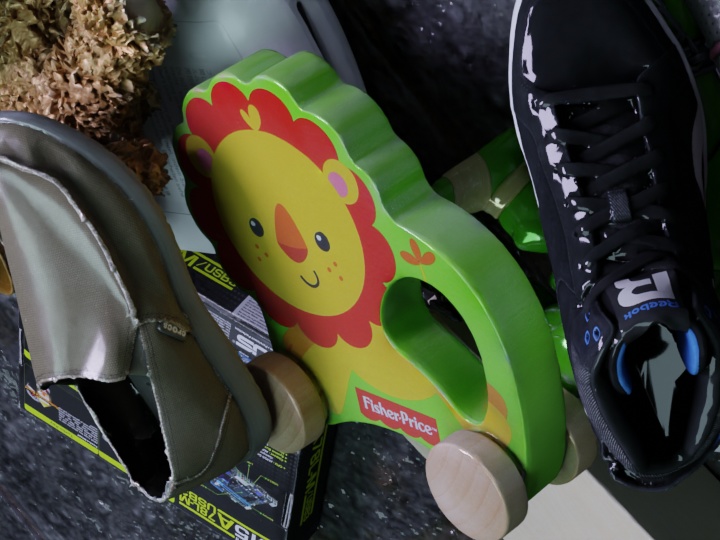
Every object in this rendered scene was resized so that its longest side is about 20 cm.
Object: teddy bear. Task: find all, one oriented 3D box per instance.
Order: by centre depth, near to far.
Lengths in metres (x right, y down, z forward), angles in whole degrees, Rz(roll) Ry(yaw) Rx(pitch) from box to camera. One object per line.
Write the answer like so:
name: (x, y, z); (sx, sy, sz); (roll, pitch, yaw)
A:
teddy bear: (-0.139, -0.075, 0.950); (0.145, 0.067, 0.200); (47, 146, 5)

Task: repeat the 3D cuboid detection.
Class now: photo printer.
photo printer: (-0.083, -0.085, 1.011); (0.200, 0.069, 0.166); (7, 129, 38)

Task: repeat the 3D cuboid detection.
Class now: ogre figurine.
ogre figurine: (0.104, -0.024, 0.884); (0.200, 0.098, 0.120); (-45, 76, 22)

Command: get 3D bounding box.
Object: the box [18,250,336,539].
box: (-0.106, 0.055, 1.182); (0.200, 0.048, 0.193); (29, 142, 18)

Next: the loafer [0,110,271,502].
loafer: (-0.112, 0.019, 0.907); (0.075, 0.070, 0.200); (-12, 118, 48)

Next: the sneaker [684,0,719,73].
sneaker: (0.169, -0.050, 0.779); (0.200, 0.116, 0.076); (49, 142, -6)

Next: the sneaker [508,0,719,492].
sneaker: (0.103, -0.018, 0.772); (0.073, 0.112, 0.200); (-12, 100, 4)

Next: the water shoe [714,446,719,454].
water shoe: (0.226, 0.046, 0.867); (0.200, 0.079, 0.072); (3, 84, 20)

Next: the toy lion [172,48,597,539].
toy lion: (0.000, 0.000, 0.901); (0.200, 0.069, 0.192); (20, 132, 43)

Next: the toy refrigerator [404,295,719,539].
toy refrigerator: (0.100, 0.091, 1.012); (0.200, 0.070, 0.076); (45, 135, -2)

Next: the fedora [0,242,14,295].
fedora: (-0.270, -0.048, 1.156); (0.201, 0.082, 0.201); (49, 164, 19)
